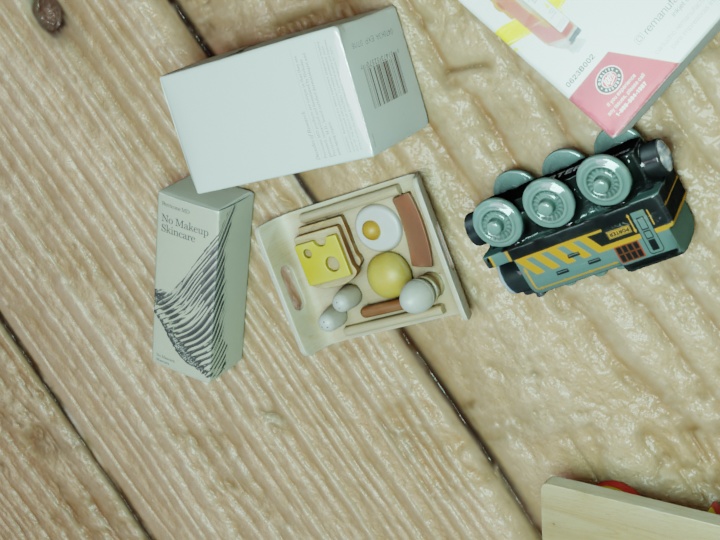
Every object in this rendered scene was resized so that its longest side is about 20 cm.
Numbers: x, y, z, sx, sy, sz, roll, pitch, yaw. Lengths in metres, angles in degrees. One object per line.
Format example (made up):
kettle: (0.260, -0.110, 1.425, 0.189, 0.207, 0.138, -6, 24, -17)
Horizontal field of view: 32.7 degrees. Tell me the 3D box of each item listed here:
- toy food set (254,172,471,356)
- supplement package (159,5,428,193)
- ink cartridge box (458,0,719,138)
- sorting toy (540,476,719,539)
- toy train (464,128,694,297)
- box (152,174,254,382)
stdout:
toy food set: (0.000, 0.000, 1.183, 0.199, 0.060, 0.144, -15, 102, 33)
supplement package: (-0.061, -0.155, 1.120, 0.199, 0.117, 0.118, -9, 105, 32)
ink cartridge box: (0.176, -0.223, 0.957, 0.200, 0.083, 0.145, 43, 111, 9)
sorting toy: (0.274, 0.289, 1.132, 0.199, 0.069, 0.200, 9, 114, 34)
toy train: (0.186, -0.043, 1.049, 0.199, 0.085, 0.114, -22, 108, 35)
box: (-0.165, 0.009, 1.278, 0.082, 0.068, 0.201, 17, 118, 23)
